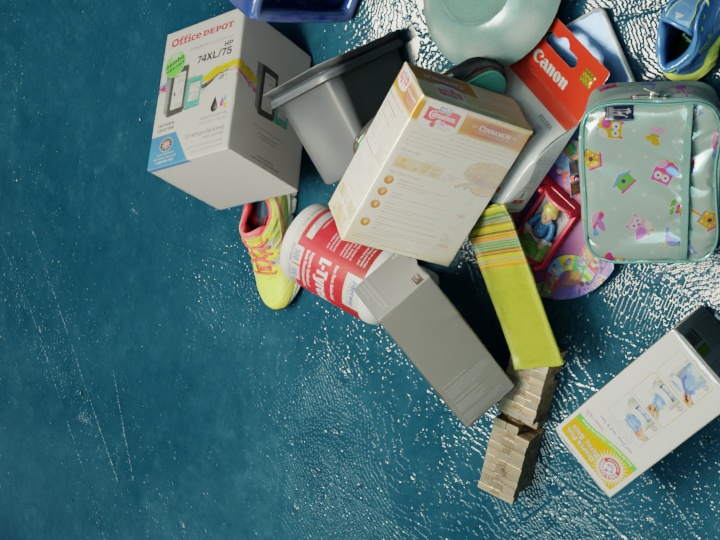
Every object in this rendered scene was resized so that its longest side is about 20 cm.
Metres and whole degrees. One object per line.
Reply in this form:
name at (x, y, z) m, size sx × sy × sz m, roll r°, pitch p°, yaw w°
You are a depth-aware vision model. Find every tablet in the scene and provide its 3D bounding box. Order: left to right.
tablet at (0.268, -0.188, 1.339) m, size 0.129 × 0.014 × 0.203 m, roll -25°, pitch 85°, yaw 36°

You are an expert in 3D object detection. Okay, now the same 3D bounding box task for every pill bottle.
pill bottle at (0.000, 0.000, 1.503) m, size 0.198 × 0.112 × 0.114 m, roll 28°, pitch 115°, yaw 26°

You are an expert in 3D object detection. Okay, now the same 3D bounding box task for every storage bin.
storage bin at (-0.013, -0.196, 1.428) m, size 0.144 × 0.200 × 0.136 m, roll -21°, pitch 98°, yaw 35°

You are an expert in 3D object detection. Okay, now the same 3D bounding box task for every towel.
towel at (0.177, 0.021, 1.352) m, size 0.086 × 0.018 × 0.203 m, roll -12°, pitch 100°, yaw 60°

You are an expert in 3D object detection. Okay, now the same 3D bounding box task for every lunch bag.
lunch bag at (0.321, -0.108, 1.250) m, size 0.158 × 0.077 × 0.203 m, roll 3°, pitch 118°, yaw 19°

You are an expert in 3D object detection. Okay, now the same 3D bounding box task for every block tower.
block tower at (0.203, 0.188, 1.444) m, size 0.053 × 0.058 × 0.203 m, roll 22°, pitch 111°, yaw 28°

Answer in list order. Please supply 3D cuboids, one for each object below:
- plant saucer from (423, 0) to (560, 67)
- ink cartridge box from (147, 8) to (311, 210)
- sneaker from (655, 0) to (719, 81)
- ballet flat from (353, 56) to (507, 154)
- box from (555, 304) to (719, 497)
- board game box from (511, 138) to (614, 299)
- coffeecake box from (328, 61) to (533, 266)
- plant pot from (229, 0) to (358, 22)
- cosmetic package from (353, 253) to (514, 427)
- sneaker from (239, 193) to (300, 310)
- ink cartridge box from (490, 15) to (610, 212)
plant saucer at (0.144, -0.338, 1.347) m, size 0.199 × 0.038 × 0.205 m, roll -1°, pitch 88°, yaw 40°
ink cartridge box at (-0.169, -0.209, 1.507) m, size 0.145 × 0.145 × 0.203 m, roll -10°, pitch 66°, yaw 35°
sneaker at (0.370, -0.285, 1.192) m, size 0.075 × 0.105 × 0.202 m, roll 33°, pitch 117°, yaw 23°
ballet flat at (0.077, -0.191, 1.338) m, size 0.198 × 0.073 × 0.074 m, roll -28°, pitch 84°, yaw 5°
box at (0.337, 0.150, 1.307) m, size 0.102 × 0.112 × 0.200 m, roll 50°, pitch 123°, yaw 12°
board game box at (0.218, -0.060, 1.374) m, size 0.156 × 0.039 × 0.203 m, roll -3°, pitch 100°, yaw 40°
coffeecake box at (0.077, -0.116, 1.306) m, size 0.201 × 0.152 × 0.074 m, roll -59°, pitch 33°, yaw 30°
plant pot at (-0.097, -0.439, 1.425) m, size 0.179 × 0.199 × 0.202 m, roll 38°, pitch 120°, yaw 27°
cosmetic package at (0.089, 0.081, 1.389) m, size 0.090 × 0.107 × 0.200 m, roll -42°, pitch 115°, yaw 0°
sneaker at (-0.135, -0.041, 1.600) m, size 0.077 × 0.090 × 0.204 m, roll 2°, pitch 103°, yaw 32°
ink cartridge box at (0.182, -0.195, 1.340) m, size 0.163 × 0.050 × 0.201 m, roll 56°, pitch 132°, yaw 35°
